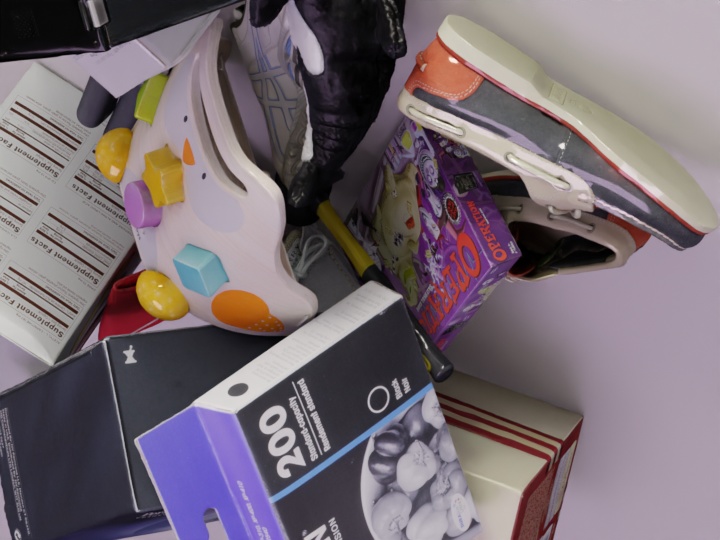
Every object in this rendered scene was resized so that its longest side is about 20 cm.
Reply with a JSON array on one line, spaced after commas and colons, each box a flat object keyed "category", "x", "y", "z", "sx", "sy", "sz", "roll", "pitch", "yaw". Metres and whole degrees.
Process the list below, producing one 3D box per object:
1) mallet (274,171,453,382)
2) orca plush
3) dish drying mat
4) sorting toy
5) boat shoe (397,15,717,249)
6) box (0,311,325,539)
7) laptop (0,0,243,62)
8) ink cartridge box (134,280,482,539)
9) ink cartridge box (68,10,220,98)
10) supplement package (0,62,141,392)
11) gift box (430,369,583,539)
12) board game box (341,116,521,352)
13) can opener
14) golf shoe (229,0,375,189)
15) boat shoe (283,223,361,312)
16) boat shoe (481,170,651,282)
[{"category": "mallet", "x": 0.000, "y": 0.000, "z": 1.264, "sx": 0.201, "sy": 0.041, "sz": 0.066, "roll": 58, "pitch": 154, "yaw": 17}, {"category": "orca plush", "x": -0.008, "y": -0.129, "z": 1.039, "sx": 0.105, "sy": 0.201, "sz": 0.071, "roll": 4, "pitch": -161, "yaw": -37}, {"category": "dish drying mat", "x": -0.162, "y": 0.022, "z": 1.406, "sx": 0.018, "sy": 0.076, "sz": 0.200, "roll": 66, "pitch": 164, "yaw": 6}, {"category": "sorting toy", "x": -0.091, "y": -0.068, "z": 1.148, "sx": 0.180, "sy": 0.106, "sz": 0.201, "roll": 129, "pitch": 125, "yaw": -65}, {"category": "boat shoe", "x": 0.115, "y": -0.069, "z": 1.070, "sx": 0.199, "sy": 0.071, "sz": 0.063, "roll": 34, "pitch": 112, "yaw": 1}, {"category": "box", "x": -0.127, "y": 0.116, "z": 1.285, "sx": 0.199, "sy": 0.124, "sz": 0.198, "roll": -6, "pitch": 167, "yaw": -35}, {"category": "laptop", "x": -0.153, "y": -0.219, "z": 0.961, "sx": 0.199, "sy": 0.116, "sz": 0.189, "roll": -2, "pitch": 113, "yaw": 27}, {"category": "ink cartridge box", "x": -0.027, "y": 0.142, "z": 1.199, "sx": 0.043, "sy": 0.199, "sz": 0.199, "roll": 21, "pitch": 138, "yaw": 53}, {"category": "ink cartridge box", "x": -0.160, "y": -0.220, "z": 1.046, "sx": 0.200, "sy": 0.146, "sz": 0.083, "roll": 42, "pitch": 151, "yaw": -18}, {"category": "supplement package", "x": -0.260, "y": -0.010, "z": 1.421, "sx": 0.147, "sy": 0.201, "sz": 0.191, "roll": 33, "pitch": 152, "yaw": -3}, {"category": "gift box", "x": 0.051, "y": 0.178, "z": 1.411, "sx": 0.185, "sy": 0.200, "sz": 0.186, "roll": 19, "pitch": 108, "yaw": 16}, {"category": "board game box", "x": 0.041, "y": -0.017, "z": 1.234, "sx": 0.121, "sy": 0.032, "sz": 0.200, "roll": 60, "pitch": 155, "yaw": 14}, {"category": "can opener", "x": -0.162, "y": -0.135, "z": 1.247, "sx": 0.053, "sy": 0.067, "sz": 0.200, "roll": 43, "pitch": 156, "yaw": 0}, {"category": "golf shoe", "x": -0.041, "y": -0.133, "z": 1.174, "sx": 0.097, "sy": 0.078, "sz": 0.201, "roll": 45, "pitch": 154, "yaw": 20}, {"category": "boat shoe", "x": -0.077, "y": -0.026, "z": 1.331, "sx": 0.202, "sy": 0.074, "sz": 0.065, "roll": 45, "pitch": 176, "yaw": -3}, {"category": "boat shoe", "x": 0.113, "y": -0.024, "z": 1.184, "sx": 0.071, "sy": 0.063, "sz": 0.199, "roll": 43, "pitch": 151, "yaw": -25}]
